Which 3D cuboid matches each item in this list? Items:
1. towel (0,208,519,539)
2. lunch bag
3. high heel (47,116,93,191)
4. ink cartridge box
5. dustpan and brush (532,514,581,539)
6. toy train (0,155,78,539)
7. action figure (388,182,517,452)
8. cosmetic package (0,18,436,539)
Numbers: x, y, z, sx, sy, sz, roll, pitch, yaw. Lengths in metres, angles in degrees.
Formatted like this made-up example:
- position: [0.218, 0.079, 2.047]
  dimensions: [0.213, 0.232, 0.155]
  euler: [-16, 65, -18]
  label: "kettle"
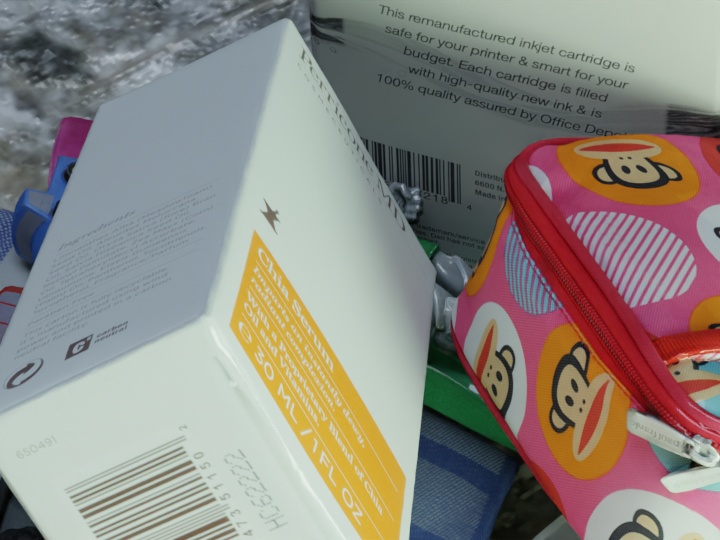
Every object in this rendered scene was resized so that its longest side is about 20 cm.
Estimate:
- position: [-0.057, 0.063, 0.802]
  dimensions: [0.200, 0.024, 0.147]
  euler: [25, 39, 0]
  label: "towel"
- position: [0.140, 0.038, 0.765]
  dimensions: [0.200, 0.082, 0.176]
  euler: [3, 35, -27]
  label: "lunch bag"
- position: [-0.117, 0.018, 0.884]
  dimensions: [0.096, 0.067, 0.200]
  euler: [32, 52, 15]
  label: "high heel"
- position: [0.063, -0.079, 0.878]
  dimensions: [0.145, 0.200, 0.084]
  euler: [15, 51, 14]
  label: "ink cartridge box"
- position: [0.063, 0.120, 0.796]
  dimensions: [0.200, 0.057, 0.140]
  euler: [-26, 36, 20]
  label: "dustpan and brush"
- position: [-0.096, 0.028, 0.778]
  dimensions: [0.046, 0.034, 0.200]
  euler: [11, 40, 0]
  label: "toy train"
- position: [0.000, 0.000, 0.870]
  dimensions: [0.200, 0.055, 0.118]
  euler: [23, 20, 8]
  label: "action figure"
- position: [-0.035, 0.019, 0.723]
  dimensions: [0.071, 0.102, 0.200]
  euler: [-25, 22, 15]
  label: "cosmetic package"
